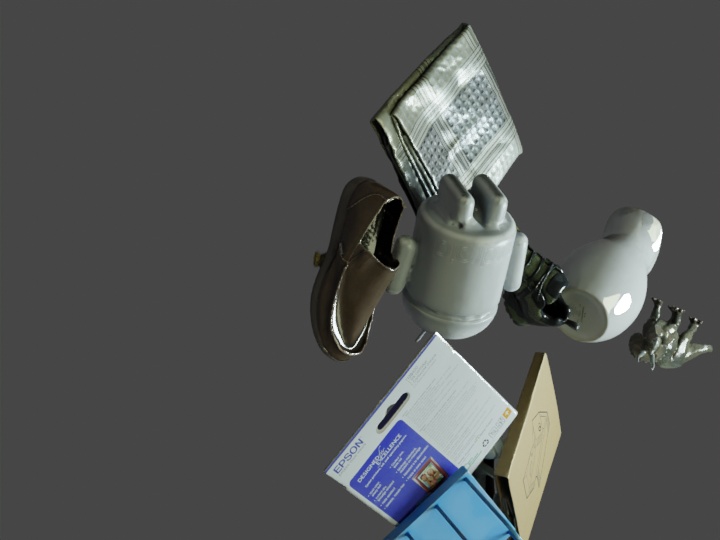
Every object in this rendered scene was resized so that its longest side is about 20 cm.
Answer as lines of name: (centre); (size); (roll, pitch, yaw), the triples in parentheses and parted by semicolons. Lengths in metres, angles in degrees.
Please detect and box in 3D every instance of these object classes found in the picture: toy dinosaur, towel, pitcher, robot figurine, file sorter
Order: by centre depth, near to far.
robot figurine: (0.108, -0.007, 1.280); (0.167, 0.113, 0.202); (0, 122, -16)
file sorter: (0.104, 0.360, 1.306); (0.200, 0.123, 0.139); (-42, 128, -5)
towel: (0.109, -0.156, 1.331); (0.200, 0.034, 0.194); (-49, 128, -28)
pitcher: (0.332, 0.031, 1.547); (0.200, 0.120, 0.173); (-42, 141, -46)
toy dinosaur: (0.464, 0.107, 1.728); (0.199, 0.077, 0.103); (24, 91, -50)

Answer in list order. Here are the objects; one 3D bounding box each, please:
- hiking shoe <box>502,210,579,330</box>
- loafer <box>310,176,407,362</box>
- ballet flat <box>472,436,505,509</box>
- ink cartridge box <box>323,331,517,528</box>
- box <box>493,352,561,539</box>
hiking shoe: (0.210, -0.005, 1.412); (0.076, 0.100, 0.201); (-56, 131, -25)
loafer: (0.000, 0.000, 1.219); (0.073, 0.071, 0.203); (9, 90, -46)
ballet flat: (0.151, 0.239, 1.419); (0.068, 0.067, 0.203); (-15, 107, -42)
ink cartridge box: (0.066, 0.187, 1.306); (0.198, 0.047, 0.200); (-50, 128, -5)
box: (0.216, 0.233, 1.456); (0.165, 0.021, 0.201); (74, 32, -41)
